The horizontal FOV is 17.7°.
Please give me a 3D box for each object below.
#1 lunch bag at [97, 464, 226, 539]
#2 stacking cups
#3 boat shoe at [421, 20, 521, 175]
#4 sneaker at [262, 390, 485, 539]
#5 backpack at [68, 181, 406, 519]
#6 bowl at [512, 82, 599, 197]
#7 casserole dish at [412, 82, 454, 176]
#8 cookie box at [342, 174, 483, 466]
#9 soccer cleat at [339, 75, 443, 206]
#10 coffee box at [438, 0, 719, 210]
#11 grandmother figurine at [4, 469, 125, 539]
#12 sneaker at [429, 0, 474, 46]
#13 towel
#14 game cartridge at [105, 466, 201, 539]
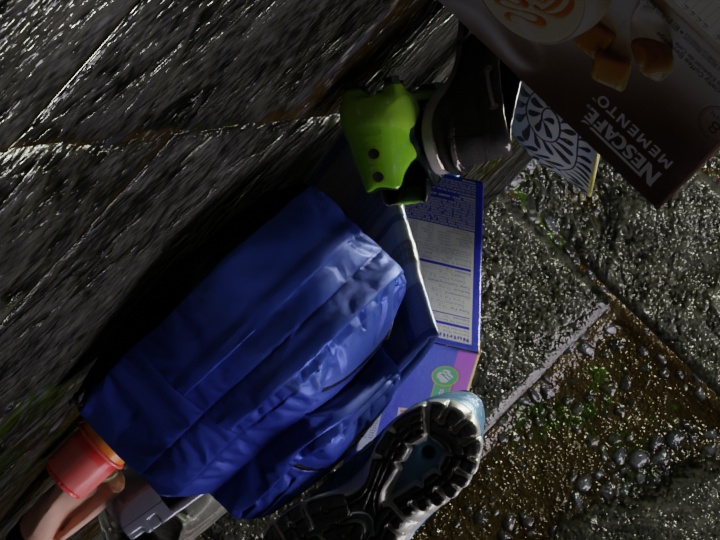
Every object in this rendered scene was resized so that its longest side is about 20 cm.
[{"bbox_3d":[-0.152,0.169,2.035,0.164,0.118,0.200,-45,171,-26],"label":"lunch bag"},{"bbox_3d":[-0.149,0.094,1.722,0.200,0.061,0.061,-46,176,3],"label":"stacking cups"},{"bbox_3d":[0.091,-0.130,1.529,0.057,0.067,0.200,-4,-143,21],"label":"boat shoe"},{"bbox_3d":[0.017,0.151,1.523,0.200,0.078,0.090,-42,180,24],"label":"sneaker"},{"bbox_3d":[-0.057,0.049,1.509,0.200,0.168,0.163,-50,180,40],"label":"backpack"},{"bbox_3d":[0.154,-0.164,1.789,0.201,0.094,0.201,12,90,-83],"label":"bowl"},{"bbox_3d":[0.022,-0.071,1.795,0.200,0.039,0.121,-45,158,-10],"label":"casserole dish"},{"bbox_3d":[0.039,0.050,1.720,0.200,0.075,0.171,-85,-173,-50],"label":"cookie box"},{"bbox_3d":[0.033,-0.084,1.537,0.067,0.081,0.200,-7,180,19],"label":"soccer cleat"},{"bbox_3d":[0.147,-0.151,1.336,0.080,0.200,0.114,-41,174,-44],"label":"coffee box"},{"bbox_3d":[-0.254,0.209,1.840,0.200,0.061,0.121,-51,165,31],"label":"grandmother figurine"},{"bbox_3d":[0.134,-0.226,1.486,0.200,0.060,0.104,-39,173,-13],"label":"sneaker"},{"bbox_3d":[0.000,0.000,1.605,0.024,0.200,0.147,5,143,-29],"label":"towel"},{"bbox_3d":[-0.117,0.140,1.849,0.200,0.040,0.133,-35,-175,-10],"label":"game cartridge"}]
